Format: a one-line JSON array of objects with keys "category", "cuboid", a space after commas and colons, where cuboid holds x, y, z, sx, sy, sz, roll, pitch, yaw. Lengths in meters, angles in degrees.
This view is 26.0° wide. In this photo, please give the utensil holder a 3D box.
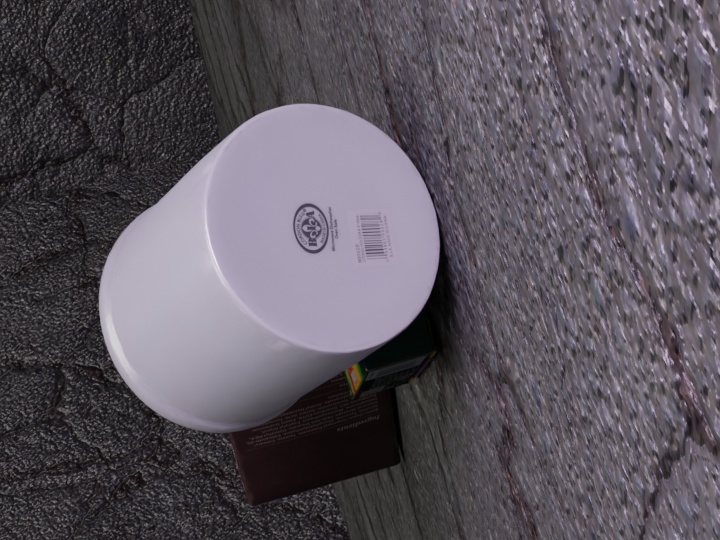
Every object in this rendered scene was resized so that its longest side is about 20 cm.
[{"category": "utensil holder", "cuboid": [-0.063, 0.001, 1.006, 0.200, 0.169, 0.171, -35, 69, 60]}]

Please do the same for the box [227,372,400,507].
[{"category": "box", "cuboid": [-0.065, 0.097, 1.543, 0.201, 0.163, 0.167, 81, 171, -50]}]

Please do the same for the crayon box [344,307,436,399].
[{"category": "crayon box", "cuboid": [0.000, 0.000, 1.199, 0.200, 0.058, 0.174, 108, 146, -79]}]
